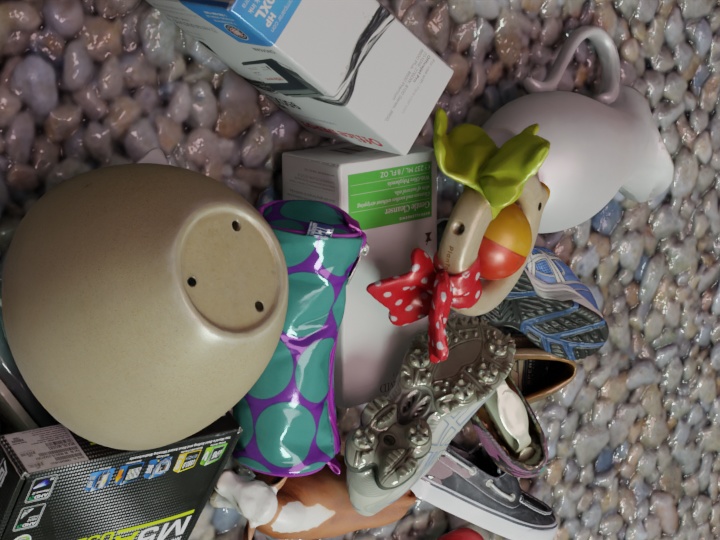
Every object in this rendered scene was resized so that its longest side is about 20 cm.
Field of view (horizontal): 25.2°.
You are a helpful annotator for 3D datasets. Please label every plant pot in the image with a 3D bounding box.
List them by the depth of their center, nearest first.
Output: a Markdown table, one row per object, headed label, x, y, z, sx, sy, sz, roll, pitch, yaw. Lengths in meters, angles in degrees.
| label | x | y | z | sx | sy | sz | roll | pitch | yaw |
| --- | --- | --- | --- | --- | --- | --- | --- | --- | --- |
| plant pot | -0.124 | 0.013 | 1.101 | 0.199 | 0.134 | 0.203 | 13 | 70 | -38 |

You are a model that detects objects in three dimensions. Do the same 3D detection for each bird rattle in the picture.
| label | x | y | z | sx | sy | sz | roll | pitch | yaw |
| --- | --- | --- | --- | --- | --- | --- | --- | --- | --- |
| bird rattle | 0.100 | -0.020 | 1.287 | 0.162 | 0.112 | 0.203 | 14 | 90 | -59 |

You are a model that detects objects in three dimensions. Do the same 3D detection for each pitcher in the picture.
| label | x | y | z | sx | sy | sz | roll | pitch | yaw |
| --- | --- | --- | --- | --- | --- | --- | --- | --- | --- |
| pitcher | 0.183 | -0.128 | 1.445 | 0.199 | 0.121 | 0.174 | -17 | 90 | -43 |

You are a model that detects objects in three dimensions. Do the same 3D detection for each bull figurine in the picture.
| label | x | y | z | sx | sy | sz | roll | pitch | yaw |
| --- | --- | --- | --- | --- | --- | --- | --- | --- | --- |
| bull figurine | -0.050 | 0.184 | 1.328 | 0.198 | 0.121 | 0.066 | 7 | 96 | -37 |

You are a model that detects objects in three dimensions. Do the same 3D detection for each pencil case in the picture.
| label | x | y | z | sx | sy | sz | roll | pitch | yaw |
| --- | --- | --- | --- | --- | --- | --- | --- | --- | --- |
| pencil case | -0.048 | 0.052 | 1.236 | 0.091 | 0.085 | 0.203 | 8 | 103 | 1 |

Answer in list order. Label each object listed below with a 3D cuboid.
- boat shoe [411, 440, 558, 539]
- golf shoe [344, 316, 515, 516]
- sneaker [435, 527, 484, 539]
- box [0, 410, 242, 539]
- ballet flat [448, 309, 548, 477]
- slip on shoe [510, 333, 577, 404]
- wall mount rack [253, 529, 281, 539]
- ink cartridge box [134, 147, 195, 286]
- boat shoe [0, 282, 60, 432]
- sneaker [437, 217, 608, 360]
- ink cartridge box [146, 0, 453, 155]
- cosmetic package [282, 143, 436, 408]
| label | x | y | z | sx | sy | sz | roll | pitch | yaw |
| --- | --- | --- | --- | --- | --- | --- | --- | --- | --- |
| boat shoe | 0.117 | 0.194 | 1.484 | 0.199 | 0.072 | 0.068 | 27 | 98 | -30 |
| golf shoe | 0.050 | 0.118 | 1.312 | 0.200 | 0.078 | 0.098 | -41 | 159 | -34 |
| sneaker | 0.047 | 0.298 | 1.424 | 0.200 | 0.078 | 0.116 | -48 | 164 | -19 |
| box | -0.203 | 0.187 | 1.193 | 0.199 | 0.048 | 0.194 | -7 | 133 | -45 |
| ballet flat | 0.103 | 0.091 | 1.399 | 0.069 | 0.071 | 0.201 | -34 | 89 | -17 |
| slip on shoe | 0.110 | 0.100 | 1.465 | 0.198 | 0.060 | 0.077 | -4 | 103 | -36 |
| wall mount rack | -0.093 | 0.321 | 1.364 | 0.199 | 0.074 | 0.175 | -31 | 114 | -27 |
| ink cartridge box | -0.162 | 0.013 | 1.239 | 0.116 | 0.066 | 0.201 | -42 | 122 | -23 |
| boat shoe | -0.239 | 0.088 | 1.197 | 0.062 | 0.073 | 0.201 | -45 | 122 | -19 |
| sneaker | 0.136 | 0.009 | 1.466 | 0.199 | 0.077 | 0.076 | 32 | 120 | -23 |
| ink cartridge box | -0.047 | -0.181 | 1.231 | 0.199 | 0.144 | 0.085 | 36 | 81 | -36 |
| cosmetic package | 0.000 | 0.000 | 1.337 | 0.107 | 0.084 | 0.203 | -13 | 108 | -37 |
